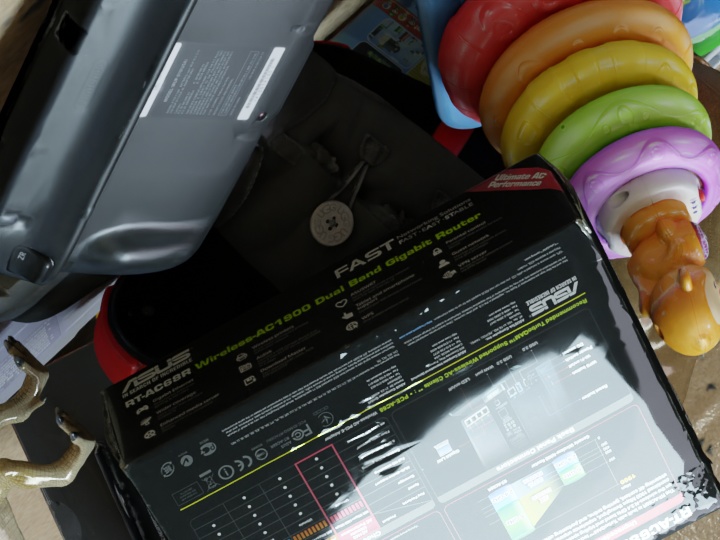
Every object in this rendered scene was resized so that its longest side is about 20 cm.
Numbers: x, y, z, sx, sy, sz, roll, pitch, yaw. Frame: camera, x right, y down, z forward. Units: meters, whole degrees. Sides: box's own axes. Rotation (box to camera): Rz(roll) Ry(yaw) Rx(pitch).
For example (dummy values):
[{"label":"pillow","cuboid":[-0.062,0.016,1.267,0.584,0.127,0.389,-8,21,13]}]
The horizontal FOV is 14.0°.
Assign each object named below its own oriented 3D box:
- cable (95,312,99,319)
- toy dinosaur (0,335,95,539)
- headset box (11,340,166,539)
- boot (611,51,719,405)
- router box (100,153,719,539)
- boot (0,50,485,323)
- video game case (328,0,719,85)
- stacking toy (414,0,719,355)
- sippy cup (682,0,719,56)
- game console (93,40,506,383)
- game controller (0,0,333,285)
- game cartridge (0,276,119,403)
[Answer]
[{"label":"cable","cuboid":[-0.075,0.084,1.353,0.050,0.201,0.097,-6,179,41]},{"label":"toy dinosaur","cuboid":[-0.157,0.080,1.144,0.101,0.200,0.058,-43,-146,6]},{"label":"headset box","cuboid":[-0.090,0.101,1.443,0.077,0.149,0.200,-26,176,15]},{"label":"boot","cuboid":[0.142,0.004,1.319,0.073,0.075,0.201,-16,125,-34]},{"label":"router box","cuboid":[0.022,0.069,1.125,0.199,0.150,0.062,-28,-150,1]},{"label":"boot","cuboid":[-0.029,0.003,1.151,0.165,0.200,0.066,-47,-150,10]},{"label":"video game case","cuboid":[0.084,-0.109,1.359,0.200,0.143,0.017,-43,153,-17]},{"label":"stacking toy","cuboid":[0.105,-0.047,1.187,0.109,0.200,0.116,-20,144,-4]},{"label":"sippy cup","cuboid":[0.123,-0.178,1.297,0.130,0.139,0.178,92,14,-64]},{"label":"game console","cuboid":[0.000,0.000,1.252,0.200,0.176,0.031,-57,168,-31]},{"label":"game controller","cuboid":[-0.066,-0.072,1.011,0.104,0.042,0.200,-9,140,-43]},{"label":"game cartridge","cuboid":[-0.178,0.047,1.206,0.200,0.038,0.130,-44,175,-12]}]
